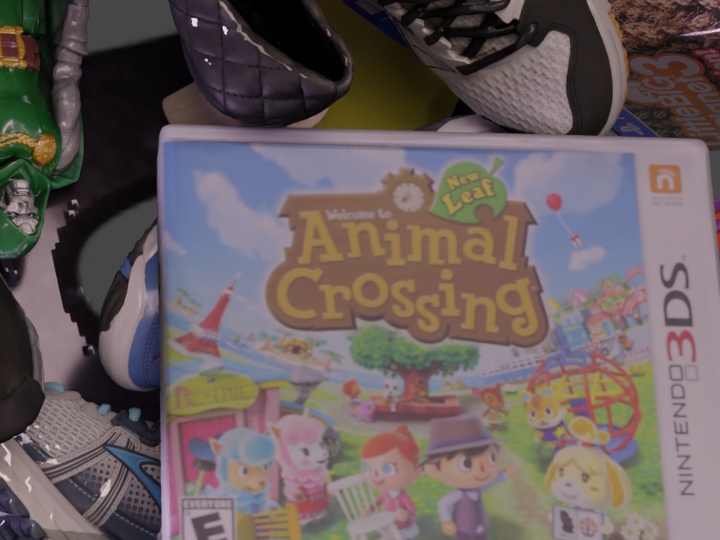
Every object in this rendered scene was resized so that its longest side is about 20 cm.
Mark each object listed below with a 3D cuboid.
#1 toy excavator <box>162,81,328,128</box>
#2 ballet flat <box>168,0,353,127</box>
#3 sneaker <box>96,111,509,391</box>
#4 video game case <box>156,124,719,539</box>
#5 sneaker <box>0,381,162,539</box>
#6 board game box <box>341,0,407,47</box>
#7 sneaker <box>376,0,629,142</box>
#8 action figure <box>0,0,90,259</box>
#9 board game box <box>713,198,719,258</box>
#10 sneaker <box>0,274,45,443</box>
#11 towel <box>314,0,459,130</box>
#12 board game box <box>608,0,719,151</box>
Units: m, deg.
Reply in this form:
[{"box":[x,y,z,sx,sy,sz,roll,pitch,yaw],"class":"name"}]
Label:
[{"box":[-0.094,-0.153,1.013,0.199,0.100,0.196,14,69,-31],"class":"toy excavator"},{"box":[-0.059,-0.142,0.952,0.066,0.057,0.201,-46,115,-44],"class":"ballet flat"},{"box":[0.000,0.000,1.016,0.199,0.076,0.077,-21,46,-19],"class":"sneaker"},{"box":[0.030,0.037,0.962,0.198,0.022,0.183,1,66,-8],"class":"video game case"},{"box":[-0.085,0.083,1.006,0.200,0.078,0.086,45,63,-7],"class":"sneaker"},{"box":[0.083,-0.182,1.053,0.045,0.199,0.135,31,49,-47],"class":"board game box"},{"box":[0.017,-0.111,0.988,0.200,0.075,0.088,51,33,-15],"class":"sneaker"},{"box":[-0.139,-0.102,1.052,0.117,0.055,0.202,-2,79,-29],"class":"action figure"},{"box":[0.152,0.031,1.033,0.199,0.032,0.121,-8,66,26],"class":"board game box"},{"box":[-0.168,-0.030,0.943,0.075,0.116,0.200,-19,39,-18],"class":"sneaker"},{"box":[-0.019,-0.041,1.085,0.086,0.018,0.201,28,68,-9],"class":"towel"},{"box":[0.178,-0.141,1.057,0.097,0.199,0.161,32,61,-47],"class":"board game box"}]
